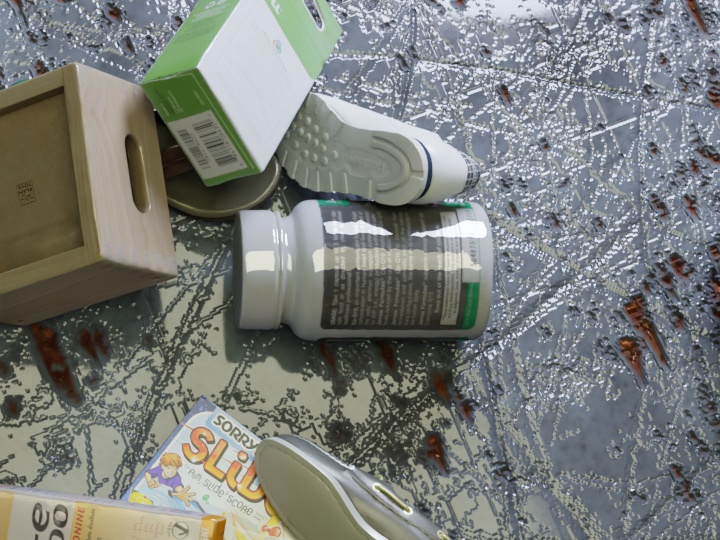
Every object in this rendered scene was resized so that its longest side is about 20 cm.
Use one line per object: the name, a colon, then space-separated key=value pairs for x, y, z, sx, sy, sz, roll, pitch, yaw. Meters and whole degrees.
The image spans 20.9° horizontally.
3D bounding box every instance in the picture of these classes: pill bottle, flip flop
pill bottle: x=0.000 y=0.000 z=1.567 sx=0.199 sy=0.113 sz=0.114 roll=0 pitch=74 yaw=-9
flip flop: x=-0.161 y=-0.105 z=1.602 sx=0.199 sy=0.058 sz=0.081 roll=27 pitch=70 yaw=1

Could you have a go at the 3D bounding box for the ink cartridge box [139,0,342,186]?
ink cartridge box: x=-0.091 y=-0.171 z=1.567 sx=0.104 sy=0.059 sz=0.200 roll=58 pitch=37 yaw=-28

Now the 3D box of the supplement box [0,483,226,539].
supplement box: x=-0.209 y=0.233 z=1.463 sx=0.199 sy=0.074 sz=0.127 roll=7 pitch=86 yaw=3

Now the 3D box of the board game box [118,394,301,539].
board game box: x=-0.088 y=0.212 z=1.533 sx=0.200 sy=0.034 sz=0.136 roll=36 pitch=72 yaw=3

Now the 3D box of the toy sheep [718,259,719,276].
toy sheep: x=0.364 y=0.011 z=1.614 sx=0.137 sy=0.138 sz=0.201 roll=-20 pitch=63 yaw=-14

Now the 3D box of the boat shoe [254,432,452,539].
boat shoe: x=0.005 y=0.193 z=1.500 sx=0.202 sy=0.072 sz=0.060 roll=40 pitch=43 yaw=15

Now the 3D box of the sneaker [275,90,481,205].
sneaker: x=0.007 y=-0.097 z=1.590 sx=0.080 sy=0.200 sz=0.077 roll=-7 pitch=115 yaw=-42

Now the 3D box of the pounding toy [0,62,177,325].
pounding toy: x=-0.224 y=-0.077 z=1.531 sx=0.183 sy=0.142 sz=0.201 roll=-17 pitch=74 yaw=26
